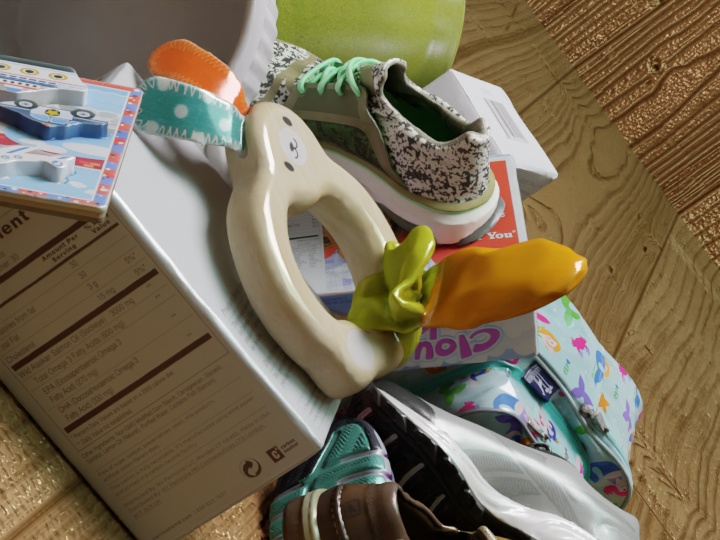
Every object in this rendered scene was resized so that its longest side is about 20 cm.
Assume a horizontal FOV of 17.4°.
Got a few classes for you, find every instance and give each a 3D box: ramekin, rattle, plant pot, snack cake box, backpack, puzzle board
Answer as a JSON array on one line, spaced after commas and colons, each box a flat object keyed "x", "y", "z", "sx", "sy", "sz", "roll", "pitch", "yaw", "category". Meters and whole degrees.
[{"x": -0.140, "y": -0.147, "z": 1.338, "sx": 0.200, "sy": 0.200, "sz": 0.105, "roll": 58, "pitch": 7, "yaw": 14, "category": "ramekin"}, {"x": -0.007, "y": -0.048, "z": 1.161, "sx": 0.130, "sy": 0.143, "sz": 0.200, "roll": -27, "pitch": 92, "yaw": -43, "category": "rattle"}, {"x": -0.043, "y": -0.176, "z": 1.532, "sx": 0.193, "sy": 0.200, "sz": 0.200, "roll": 6, "pitch": 42, "yaw": -28, "category": "plant pot"}, {"x": 0.000, "y": 0.000, "z": 1.398, "sx": 0.115, "sy": 0.200, "sz": 0.067, "roll": -94, "pitch": 178, "yaw": -51, "category": "snack cake box"}, {"x": 0.082, "y": 0.099, "z": 1.505, "sx": 0.200, "sy": 0.178, "sz": 0.151, "roll": 43, "pitch": 40, "yaw": -37, "category": "backpack"}, {"x": -0.205, "y": -0.076, "z": 1.074, "sx": 0.200, "sy": 0.017, "sz": 0.151, "roll": 11, "pitch": 25, "yaw": -3, "category": "puzzle board"}]

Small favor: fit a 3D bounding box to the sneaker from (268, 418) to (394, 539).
[{"x": -0.002, "y": 0.177, "z": 1.313, "sx": 0.088, "sy": 0.074, "sz": 0.200, "roll": 55, "pitch": 23, "yaw": -38, "category": "sneaker"}]

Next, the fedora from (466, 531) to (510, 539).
[{"x": 0.093, "y": 0.234, "z": 1.358, "sx": 0.201, "sy": 0.201, "sz": 0.082, "roll": 48, "pitch": 56, "yaw": -22, "category": "fedora"}]

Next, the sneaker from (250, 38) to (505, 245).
[{"x": 0.003, "y": -0.100, "z": 1.369, "sx": 0.200, "sy": 0.089, "sz": 0.077, "roll": 30, "pitch": 47, "yaw": 16, "category": "sneaker"}]

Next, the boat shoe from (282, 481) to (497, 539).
[{"x": 0.043, "y": 0.166, "z": 1.214, "sx": 0.202, "sy": 0.075, "sz": 0.075, "roll": 39, "pitch": 34, "yaw": -49, "category": "boat shoe"}]

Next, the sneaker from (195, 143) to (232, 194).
[{"x": -0.089, "y": 0.008, "z": 1.292, "sx": 0.081, "sy": 0.088, "sz": 0.200, "roll": -65, "pitch": 158, "yaw": -61, "category": "sneaker"}]

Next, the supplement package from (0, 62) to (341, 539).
[{"x": -0.112, "y": 0.018, "z": 1.188, "sx": 0.200, "sy": 0.117, "sz": 0.117, "roll": 52, "pitch": 23, "yaw": -12, "category": "supplement package"}]

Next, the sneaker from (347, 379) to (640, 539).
[{"x": 0.078, "y": 0.127, "z": 1.389, "sx": 0.200, "sy": 0.074, "sz": 0.079, "roll": 36, "pitch": 48, "yaw": -4, "category": "sneaker"}]

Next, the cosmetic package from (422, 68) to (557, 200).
[{"x": 0.016, "y": -0.043, "z": 1.560, "sx": 0.081, "sy": 0.200, "sz": 0.113, "roll": 59, "pitch": 18, "yaw": 13, "category": "cosmetic package"}]
